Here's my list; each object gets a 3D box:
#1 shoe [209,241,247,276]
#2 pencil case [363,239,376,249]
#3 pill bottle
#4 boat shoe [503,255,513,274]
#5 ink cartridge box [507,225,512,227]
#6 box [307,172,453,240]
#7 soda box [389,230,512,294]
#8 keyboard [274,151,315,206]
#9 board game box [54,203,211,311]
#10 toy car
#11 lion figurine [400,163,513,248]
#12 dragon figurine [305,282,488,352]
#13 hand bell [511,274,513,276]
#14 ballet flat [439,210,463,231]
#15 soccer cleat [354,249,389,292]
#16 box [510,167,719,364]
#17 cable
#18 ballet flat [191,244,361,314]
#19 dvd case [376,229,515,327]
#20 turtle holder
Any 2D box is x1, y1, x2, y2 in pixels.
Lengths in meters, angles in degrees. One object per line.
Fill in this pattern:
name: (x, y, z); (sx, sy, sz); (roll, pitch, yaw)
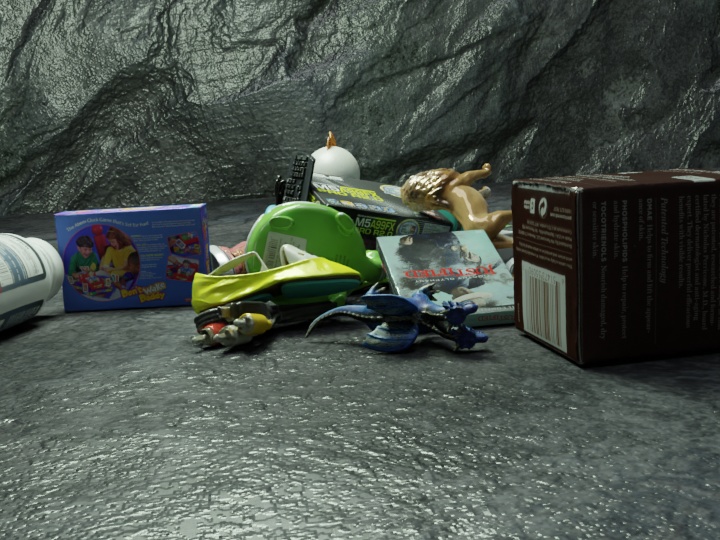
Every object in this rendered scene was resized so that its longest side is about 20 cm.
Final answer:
shoe: (-0.187, -0.010, 1.401); (0.091, 0.072, 0.200); (-13, 7, -20)
pencil case: (-0.069, -0.029, 1.445); (0.200, 0.091, 0.083); (1, 39, 37)
pill bottle: (-0.460, 0.017, 1.184); (0.119, 0.120, 0.200); (-2, 8, 11)
boat shoe: (0.280, -0.018, 1.268); (0.199, 0.074, 0.067); (-6, 12, -10)
ink cartridge box: (0.145, -0.045, 1.541); (0.104, 0.059, 0.200); (-10, 11, -33)
box: (0.013, -0.089, 1.373); (0.199, 0.044, 0.160); (8, 21, -22)
soda box: (0.131, -0.012, 1.307); (0.200, 0.068, 0.064); (-11, 12, -42)
keyboard: (-0.109, -0.072, 1.367); (0.021, 0.201, 0.127); (10, 3, -24)
board game box: (-0.307, -0.018, 1.298); (0.199, 0.135, 0.045); (-3, 9, 2)
toy car: (-0.046, -0.131, 1.597); (0.184, 0.201, 0.177); (3, -12, 14)
lion figurine: (0.149, -0.080, 1.280); (0.122, 0.073, 0.200); (-19, 41, -25)
dragon figurine: (0.032, 0.049, 0.983); (0.199, 0.059, 0.099); (-1, 9, 9)
hand bell: (0.223, 0.013, 1.152); (0.200, 0.104, 0.104); (-13, 3, 31)
ballet flat: (0.131, -0.085, 1.447); (0.070, 0.068, 0.200); (-8, 10, -22)
soccer cleat: (0.000, 0.000, 1.336); (0.199, 0.068, 0.081); (-3, -6, -15)
box: (0.271, -0.012, 0.944); (0.199, 0.165, 0.166); (-5, 9, -12)
cable: (-0.109, 0.064, 1.081); (0.097, 0.050, 0.200); (-18, -13, 34)
ballet flat: (-0.101, 0.006, 1.109); (0.199, 0.067, 0.067); (-13, -16, -5)
dvd case: (0.106, 0.008, 1.134); (0.146, 0.022, 0.200); (-4, 31, -7)
turtle holder: (-0.058, -0.025, 1.215); (0.185, 0.141, 0.132); (-19, 13, -13)
